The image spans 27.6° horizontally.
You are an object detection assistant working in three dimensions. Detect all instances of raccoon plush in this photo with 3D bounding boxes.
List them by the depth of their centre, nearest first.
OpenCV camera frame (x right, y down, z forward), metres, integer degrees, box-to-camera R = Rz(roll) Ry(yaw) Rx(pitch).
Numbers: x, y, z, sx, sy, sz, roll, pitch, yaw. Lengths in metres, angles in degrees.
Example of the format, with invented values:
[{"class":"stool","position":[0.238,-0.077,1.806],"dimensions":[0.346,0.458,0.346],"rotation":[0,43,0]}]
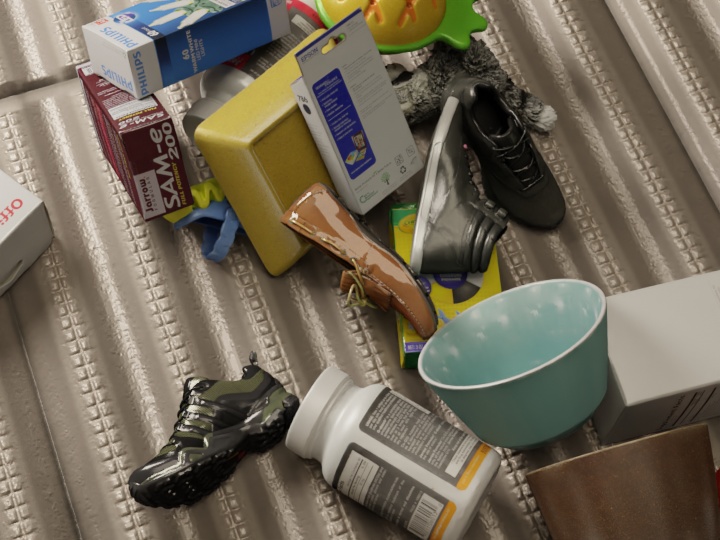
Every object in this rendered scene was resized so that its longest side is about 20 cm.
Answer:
[{"class":"raccoon plush","position":[0.115,-0.187,1.680],"dimensions":[0.199,0.097,0.135],"rotation":[31,73,12]}]

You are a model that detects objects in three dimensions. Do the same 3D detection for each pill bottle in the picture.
[{"class":"pill bottle","position":[0.032,0.186,1.465],"dimensions":[0.199,0.117,0.117],"rotation":[30,65,11]},{"class":"pill bottle","position":[-0.113,-0.216,1.663],"dimensions":[0.110,0.111,0.201],"rotation":[30,65,11]}]

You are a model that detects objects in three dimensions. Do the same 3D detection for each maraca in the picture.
[{"class":"maraca","position":[0.046,-0.301,1.639],"dimensions":[0.197,0.107,0.139],"rotation":[3,67,-12]}]

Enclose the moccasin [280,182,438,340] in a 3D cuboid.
[{"class":"moccasin","position":[0.000,0.000,1.527],"dimensions":[0.201,0.074,0.078],"rotation":[45,82,0]}]

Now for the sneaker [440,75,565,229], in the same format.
[{"class":"sneaker","position":[0.163,-0.128,1.623],"dimensions":[0.076,0.091,0.201],"rotation":[-40,100,-9]}]

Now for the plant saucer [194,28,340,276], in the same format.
[{"class":"plant saucer","position":[-0.055,-0.124,1.579],"dimensions":[0.200,0.201,0.048],"rotation":[-42,32,-21]}]

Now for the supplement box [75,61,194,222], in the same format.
[{"class":"supplement box","position":[-0.244,-0.148,1.573],"dimensions":[0.060,0.110,0.200],"rotation":[-20,34,-13]}]

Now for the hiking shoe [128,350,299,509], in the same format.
[{"class":"hiking shoe","position":[-0.163,0.164,1.497],"dimensions":[0.199,0.076,0.101],"rotation":[-30,60,-27]}]

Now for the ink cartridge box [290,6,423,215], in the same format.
[{"class":"ink cartridge box","position":[-0.008,-0.169,1.548],"dimensions":[0.099,0.201,0.039],"rotation":[-37,33,-24]}]

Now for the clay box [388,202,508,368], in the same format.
[{"class":"clay box","position":[0.093,0.004,1.600],"dimensions":[0.113,0.048,0.202],"rotation":[-3,64,-5]}]

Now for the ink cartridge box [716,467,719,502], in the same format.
[{"class":"ink cartridge box","position":[0.365,0.274,1.418],"dimensions":[0.047,0.161,0.202],"rotation":[-5,63,-7]}]

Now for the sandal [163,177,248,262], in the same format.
[{"class":"sandal","position":[-0.121,-0.074,1.620],"dimensions":[0.198,0.079,0.088],"rotation":[-25,96,-19]}]

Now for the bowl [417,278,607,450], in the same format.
[{"class":"bowl","position":[0.167,0.103,1.462],"dimensions":[0.200,0.200,0.106],"rotation":[-32,112,-18]}]

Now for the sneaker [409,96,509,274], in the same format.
[{"class":"sneaker","position":[0.114,-0.085,1.578],"dimensions":[0.098,0.071,0.202],"rotation":[10,75,0]}]

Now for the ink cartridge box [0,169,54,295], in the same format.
[{"class":"ink cartridge box","position":[-0.452,-0.061,1.577],"dimensions":[0.199,0.084,0.146],"rotation":[35,66,14]}]

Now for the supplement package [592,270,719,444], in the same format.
[{"class":"supplement package","position":[0.336,0.087,1.533],"dimensions":[0.198,0.120,0.122],"rotation":[-12,65,-10]}]

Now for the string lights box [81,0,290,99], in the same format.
[{"class":"string lights box","position":[-0.185,-0.258,1.574],"dimensions":[0.199,0.060,0.102],"rotation":[-29,38,-28]}]

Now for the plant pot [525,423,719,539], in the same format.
[{"class":"plant pot","position":[0.275,0.271,1.418],"dimensions":[0.185,0.187,0.202],"rotation":[-13,78,-10]}]
